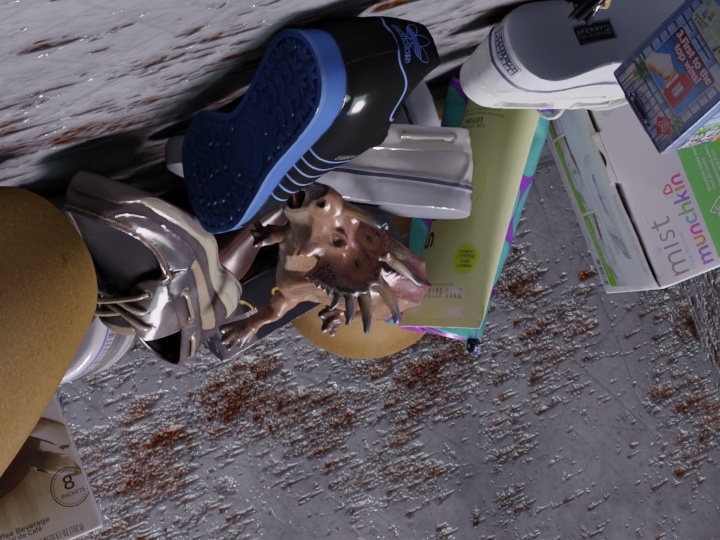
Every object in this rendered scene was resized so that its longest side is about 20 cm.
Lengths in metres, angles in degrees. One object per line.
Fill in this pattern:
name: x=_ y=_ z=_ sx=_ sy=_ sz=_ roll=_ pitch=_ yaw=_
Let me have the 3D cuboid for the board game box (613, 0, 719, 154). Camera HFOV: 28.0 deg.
board game box: x=0.271 y=-0.161 z=0.790 sx=0.199 sy=0.062 sz=0.200 roll=-17 pitch=160 yaw=-28

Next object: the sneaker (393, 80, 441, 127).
sneaker: x=0.011 y=-0.082 z=1.031 sx=0.070 sy=0.074 sz=0.200 roll=-19 pitch=172 yaw=-12

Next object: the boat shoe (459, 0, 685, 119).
boat shoe: x=0.143 y=-0.133 z=0.944 sx=0.201 sy=0.075 sz=0.086 roll=-16 pitch=171 yaw=-39

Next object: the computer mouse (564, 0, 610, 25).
computer mouse: x=0.204 y=-0.176 z=0.843 sx=0.140 sy=0.046 sz=0.199 roll=-23 pitch=178 yaw=42

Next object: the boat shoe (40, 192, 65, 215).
boat shoe: x=-0.170 y=-0.022 z=0.929 sx=0.065 sy=0.072 sz=0.200 roll=-25 pitch=179 yaw=7

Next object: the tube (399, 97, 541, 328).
tube: x=0.081 y=-0.055 z=0.976 sx=0.051 sy=0.202 sz=0.058 roll=17 pitch=166 yaw=3

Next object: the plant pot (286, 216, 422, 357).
plant pot: x=0.009 y=-0.029 z=1.417 sx=0.185 sy=0.188 sz=0.200 roll=-20 pitch=166 yaw=-11

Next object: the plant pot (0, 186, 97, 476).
plant pot: x=-0.222 y=0.039 z=0.699 sx=0.185 sy=0.187 sz=0.200 roll=-21 pitch=-168 yaw=34

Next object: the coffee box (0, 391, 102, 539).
coffee box: x=-0.238 y=0.073 z=0.847 sx=0.112 sy=0.202 sz=0.080 roll=-21 pitch=-177 yaw=-12

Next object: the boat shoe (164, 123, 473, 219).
boat shoe: x=-0.021 y=-0.078 z=0.889 sx=0.198 sy=0.071 sz=0.071 roll=6 pitch=174 yaw=-17

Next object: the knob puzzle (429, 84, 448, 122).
knob puzzle: x=0.022 y=-0.108 z=1.182 sx=0.218 sy=0.031 sz=0.220 roll=-20 pitch=165 yaw=-6

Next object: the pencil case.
pencil case: x=0.080 y=-0.045 z=1.090 sx=0.084 sy=0.202 sz=0.092 roll=19 pitch=-171 yaw=17

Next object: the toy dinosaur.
toy dinosaur: x=0.000 y=0.000 z=0.904 sx=0.135 sy=0.087 sz=0.199 roll=-9 pitch=173 yaw=36

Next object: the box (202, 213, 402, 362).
box: x=-0.061 y=0.003 z=1.126 sx=0.160 sy=0.049 sz=0.200 roll=-29 pitch=-172 yaw=-11

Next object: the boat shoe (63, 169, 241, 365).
boat shoe: x=-0.126 y=0.007 z=0.868 sx=0.074 sy=0.074 sz=0.200 roll=17 pitch=163 yaw=22

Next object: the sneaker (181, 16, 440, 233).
sneaker: x=-0.030 y=-0.073 z=0.757 sx=0.077 sy=0.071 sz=0.200 roll=-13 pitch=171 yaw=-29

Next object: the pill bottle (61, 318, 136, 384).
pill bottle: x=-0.241 y=0.033 z=1.181 sx=0.113 sy=0.115 sz=0.200 roll=-20 pitch=179 yaw=3

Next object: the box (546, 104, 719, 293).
box: x=0.207 y=-0.091 z=1.088 sx=0.096 sy=0.202 sz=0.176 roll=-21 pitch=178 yaw=-4

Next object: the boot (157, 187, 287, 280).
boot: x=-0.088 y=-0.049 z=1.053 sx=0.166 sy=0.072 sz=0.200 roll=-39 pitch=-161 yaw=14
